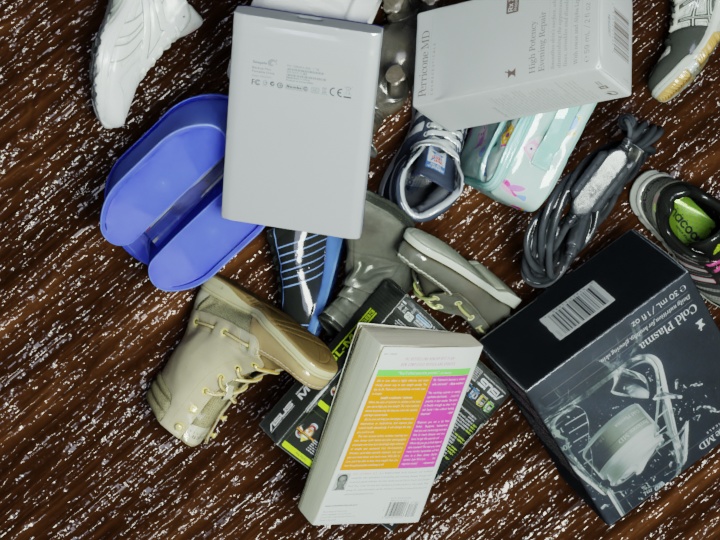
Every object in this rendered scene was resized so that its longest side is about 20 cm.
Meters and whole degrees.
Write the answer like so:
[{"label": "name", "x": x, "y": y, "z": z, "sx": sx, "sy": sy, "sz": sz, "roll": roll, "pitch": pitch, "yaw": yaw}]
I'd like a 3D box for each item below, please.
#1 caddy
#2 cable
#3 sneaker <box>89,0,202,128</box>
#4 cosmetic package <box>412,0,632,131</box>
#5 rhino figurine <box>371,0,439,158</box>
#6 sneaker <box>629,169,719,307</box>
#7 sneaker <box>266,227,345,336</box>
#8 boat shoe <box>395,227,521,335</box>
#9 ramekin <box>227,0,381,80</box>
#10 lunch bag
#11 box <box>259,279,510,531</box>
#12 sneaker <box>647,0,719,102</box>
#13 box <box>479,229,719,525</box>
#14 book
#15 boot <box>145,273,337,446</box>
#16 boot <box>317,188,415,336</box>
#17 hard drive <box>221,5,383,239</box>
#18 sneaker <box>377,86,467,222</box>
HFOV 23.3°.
[{"label": "caddy", "x": -0.161, "y": -0.077, "z": 1.682, "sx": 0.200, "sy": 0.105, "sz": 0.141, "roll": -41, "pitch": 104, "yaw": 16}, {"label": "cable", "x": 0.223, "y": -0.069, "z": 1.725, "sx": 0.051, "sy": 0.163, "sz": 0.201, "roll": 37, "pitch": 104, "yaw": 11}, {"label": "sneaker", "x": -0.203, "y": -0.230, "z": 1.677, "sx": 0.099, "sy": 0.078, "sz": 0.201, "roll": 12, "pitch": 96, "yaw": -13}, {"label": "cosmetic package", "x": 0.148, "y": -0.200, "z": 1.601, "sx": 0.199, "sy": 0.074, "sz": 0.102, "roll": -9, "pitch": 68, "yaw": 33}, {"label": "rhino figurine", "x": 0.022, "y": -0.185, "z": 1.706, "sx": 0.060, "sy": 0.087, "sz": 0.201, "roll": 26, "pitch": 87, "yaw": 8}, {"label": "sneaker", "x": 0.359, "y": -0.022, "z": 1.780, "sx": 0.074, "sy": 0.087, "sz": 0.200, "roll": -45, "pitch": 101, "yaw": -1}, {"label": "sneaker", "x": -0.059, "y": -0.011, "z": 1.733, "sx": 0.077, "sy": 0.070, "sz": 0.201, "roll": 15, "pitch": 94, "yaw": 4}, {"label": "boat shoe", "x": 0.089, "y": 0.015, "z": 1.710, "sx": 0.060, "sy": 0.072, "sz": 0.201, "roll": -50, "pitch": 145, "yaw": 8}, {"label": "ramekin", "x": -0.047, "y": -0.234, "z": 1.642, "sx": 0.105, "sy": 0.200, "sz": 0.201, "roll": 25, "pitch": 93, "yaw": -2}, {"label": "lunch bag", "x": 0.173, "y": -0.160, "z": 1.698, "sx": 0.077, "sy": 0.160, "sz": 0.201, "roll": 25, "pitch": 93, "yaw": -11}, {"label": "box", "x": 0.029, "y": 0.137, "z": 1.728, "sx": 0.193, "sy": 0.048, "sz": 0.200, "roll": -48, "pitch": 129, "yaw": 1}, {"label": "sneaker", "x": 0.336, "y": -0.268, "z": 1.765, "sx": 0.087, "sy": 0.076, "sz": 0.201, "roll": 33, "pitch": 89, "yaw": 5}, {"label": "box", "x": 0.259, "y": 0.106, "z": 1.738, "sx": 0.200, "sy": 0.124, "sz": 0.197, "roll": -36, "pitch": 120, "yaw": -3}, {"label": "book", "x": 0.031, "y": 0.153, "z": 1.682, "sx": 0.133, "sy": 0.048, "sz": 0.201, "roll": 5, "pitch": 113, "yaw": -36}, {"label": "boot", "x": -0.119, "y": 0.107, "z": 1.680, "sx": 0.073, "sy": 0.200, "sz": 0.156, "roll": 26, "pitch": 95, "yaw": -49}, {"label": "boot", "x": 0.000, "y": 0.000, "z": 1.685, "sx": 0.131, "sy": 0.068, "sz": 0.200, "roll": -58, "pitch": 146, "yaw": -8}, {"label": "hard drive", "x": -0.054, "y": -0.131, "z": 1.567, "sx": 0.131, "sy": 0.025, "sz": 0.201, "roll": 9, "pitch": 119, "yaw": 5}, {"label": "sneaker", "x": 0.079, "y": -0.138, "z": 1.712, "sx": 0.070, "sy": 0.108, "sz": 0.201, "roll": 20, "pitch": 93, "yaw": -11}]
